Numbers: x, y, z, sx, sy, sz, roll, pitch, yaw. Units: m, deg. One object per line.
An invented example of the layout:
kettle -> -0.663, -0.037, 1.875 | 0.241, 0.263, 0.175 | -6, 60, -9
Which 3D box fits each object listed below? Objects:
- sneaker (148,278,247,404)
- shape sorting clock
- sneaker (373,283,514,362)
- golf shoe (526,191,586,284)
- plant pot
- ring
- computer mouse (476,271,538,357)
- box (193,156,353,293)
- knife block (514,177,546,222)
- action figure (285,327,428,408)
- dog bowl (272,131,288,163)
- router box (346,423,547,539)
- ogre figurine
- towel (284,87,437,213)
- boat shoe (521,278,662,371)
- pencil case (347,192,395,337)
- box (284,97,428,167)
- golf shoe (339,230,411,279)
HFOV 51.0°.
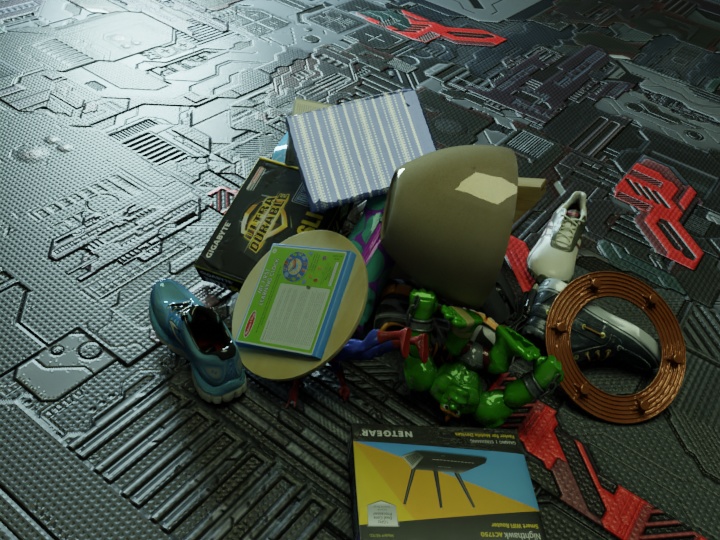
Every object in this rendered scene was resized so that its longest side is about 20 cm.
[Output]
sneaker -> -0.199, 0.066, 0.935 | 0.077, 0.091, 0.200 | -22, 48, -33
shape sorting clock -> -0.077, 0.041, 0.936 | 0.196, 0.039, 0.204 | -13, 57, 21
sneaker -> 0.106, 0.090, 0.997 | 0.196, 0.079, 0.078 | 19, 52, 17
golf shoe -> 0.315, -0.050, 1.197 | 0.076, 0.089, 0.201 | 20, 41, 10
plant pot -> 0.097, -0.064, 0.931 | 0.131, 0.203, 0.202 | 11, 38, -6
ring -> 0.338, 0.097, 0.989 | 0.195, 0.019, 0.205 | 2, 72, -7
computer mouse -> 0.174, 0.014, 1.062 | 0.199, 0.053, 0.139 | 38, 45, 1
box -> -0.118, -0.055, 1.068 | 0.157, 0.050, 0.203 | 18, 63, 18
knife block -> 0.166, -0.123, 1.182 | 0.176, 0.200, 0.064 | 47, 27, 2
action figure -> -0.017, 0.122, 0.907 | 0.197, 0.101, 0.065 | -4, -18, 38
dog bowl -> -0.099, -0.172, 1.233 | 0.048, 0.114, 0.201 | 0, 28, 11
router box -> 0.087, 0.241, 0.812 | 0.195, 0.052, 0.151 | 3, 40, -9
ogre figurine -> 0.133, 0.116, 0.909 | 0.196, 0.122, 0.099 | 20, 21, -15
towel -> 0.007, -0.165, 1.021 | 0.195, 0.024, 0.148 | -15, 73, -12
boat shoe -> 0.315, 0.102, 1.033 | 0.198, 0.071, 0.092 | 31, 73, 1
pencil case -> 0.006, -0.013, 1.015 | 0.084, 0.093, 0.203 | 25, 72, 6
box -> -0.006, -0.179, 1.076 | 0.195, 0.068, 0.084 | 11, 76, -7
golf shoe -> 0.000, 0.000, 1.094 | 0.195, 0.079, 0.099 | 9, 55, 8
